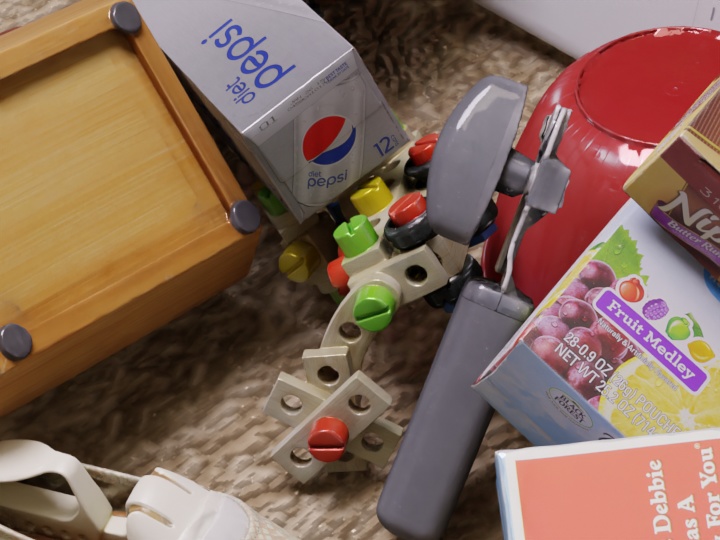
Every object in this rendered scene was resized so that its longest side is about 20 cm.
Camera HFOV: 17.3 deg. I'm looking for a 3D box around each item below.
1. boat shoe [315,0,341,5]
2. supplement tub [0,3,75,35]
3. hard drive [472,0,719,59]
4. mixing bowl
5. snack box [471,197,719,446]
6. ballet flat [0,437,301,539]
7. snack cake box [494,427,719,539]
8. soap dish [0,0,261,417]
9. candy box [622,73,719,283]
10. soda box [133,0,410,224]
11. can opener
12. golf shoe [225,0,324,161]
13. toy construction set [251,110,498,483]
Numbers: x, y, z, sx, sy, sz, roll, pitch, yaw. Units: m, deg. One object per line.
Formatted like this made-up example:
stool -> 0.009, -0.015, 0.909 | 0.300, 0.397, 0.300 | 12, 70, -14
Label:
boat shoe -> -0.065, -0.194, 1.381 | 0.199, 0.074, 0.069 | -10, 46, -2
supplement tub -> -0.176, -0.053, 1.208 | 0.106, 0.107, 0.200 | 10, 43, 21
hard drive -> 0.123, -0.178, 1.269 | 0.200, 0.132, 0.026 | 33, 41, 30
mixing bowl -> 0.154, -0.047, 1.146 | 0.199, 0.109, 0.201 | -4, 40, 3
snack box -> 0.173, 0.029, 1.005 | 0.169, 0.068, 0.200 | 42, 61, 1
ballet flat -> -0.109, 0.112, 1.035 | 0.199, 0.063, 0.068 | 9, 43, 18
snack cake box -> 0.117, 0.163, 0.868 | 0.114, 0.067, 0.201 | -7, 69, 3
soap dish -> -0.150, -0.032, 1.085 | 0.200, 0.158, 0.081 | -31, 1, -41
candy box -> 0.212, -0.064, 0.989 | 0.117, 0.056, 0.200 | 44, 57, 1
soda box -> -0.056, -0.105, 1.150 | 0.068, 0.064, 0.200 | -37, 38, -4
can opener -> 0.040, 0.016, 1.031 | 0.067, 0.201, 0.053 | 22, 4, 2
golf shoe -> -0.071, -0.104, 1.280 | 0.094, 0.078, 0.200 | -7, 27, 6
toy construction set -> 0.000, 0.000, 1.113 | 0.131, 0.092, 0.201 | -25, 36, 22
